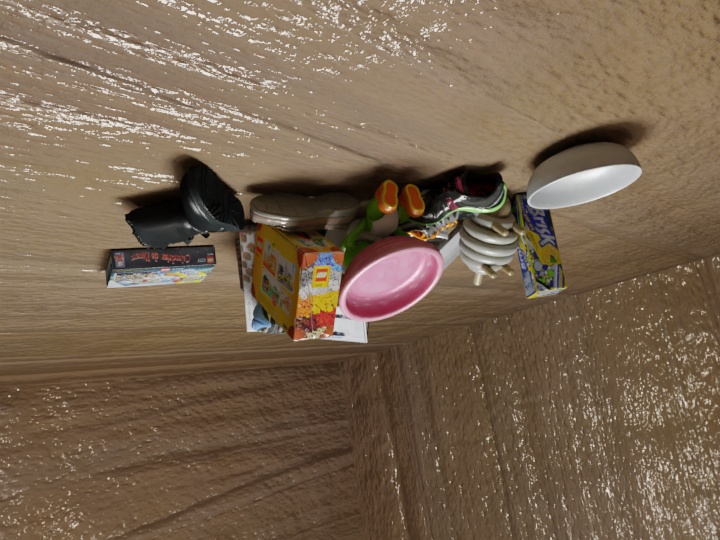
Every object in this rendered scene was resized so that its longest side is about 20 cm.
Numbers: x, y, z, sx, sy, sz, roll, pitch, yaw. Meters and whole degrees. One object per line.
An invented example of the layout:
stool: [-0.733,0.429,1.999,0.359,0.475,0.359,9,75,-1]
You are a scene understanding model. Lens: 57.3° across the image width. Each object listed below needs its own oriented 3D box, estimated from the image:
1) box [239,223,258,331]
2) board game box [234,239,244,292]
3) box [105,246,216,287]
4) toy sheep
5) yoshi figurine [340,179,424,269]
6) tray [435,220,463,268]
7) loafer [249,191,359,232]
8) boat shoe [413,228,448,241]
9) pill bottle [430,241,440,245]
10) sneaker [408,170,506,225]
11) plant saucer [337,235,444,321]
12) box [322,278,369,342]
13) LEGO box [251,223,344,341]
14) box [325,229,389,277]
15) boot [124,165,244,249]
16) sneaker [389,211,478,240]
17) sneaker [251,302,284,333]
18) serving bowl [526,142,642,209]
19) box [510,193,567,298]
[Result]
box: [-0.201,0.016,1.236,0.037,0.206,0.042,-3,-156,-7]
board game box: [-0.160,-0.003,1.372,0.154,0.100,0.200,-10,167,-1]
box: [-0.395,-0.006,1.304,0.194,0.039,0.136,-4,166,-28]
toy sheep: [0.260,-0.058,1.339,0.133,0.205,0.139,12,-155,-6]
yoshi figurine: [0.027,-0.059,1.135,0.112,0.113,0.200,-44,179,-41]
tray: [0.179,-0.040,1.399,0.199,0.022,0.109,-42,157,-33]
loafer: [-0.092,-0.087,1.094,0.195,0.072,0.064,-6,133,-30]
boat shoe: [0.085,-0.069,1.352,0.194,0.072,0.071,-13,167,8]
pill bottle: [0.097,-0.011,1.509,0.111,0.117,0.198,-1,164,-36]
sneaker: [0.160,-0.137,1.156,0.194,0.079,0.085,-13,150,-3]
plant saucer: [0.047,0.009,1.138,0.195,0.052,0.203,-18,147,-12]
box: [-0.041,0.078,1.302,0.113,0.062,0.201,5,156,4]
LEGO box: [-0.114,0.006,1.129,0.075,0.154,0.199,-3,-157,-31]
box: [0.000,0.000,1.331,0.147,0.109,0.201,10,157,4]
boot: [-0.275,-0.088,0.991,0.157,0.076,0.198,-9,168,8]
sneaker: [0.134,-0.097,1.239,0.193,0.080,0.078,-7,175,-9]
sneaker: [-0.134,0.083,1.253,0.080,0.073,0.199,18,-165,15]
serving bowl: [0.383,-0.173,1.155,0.193,0.068,0.200,-10,167,-2]
box: [0.357,-0.053,1.340,0.068,0.207,0.064,-7,168,-7]
